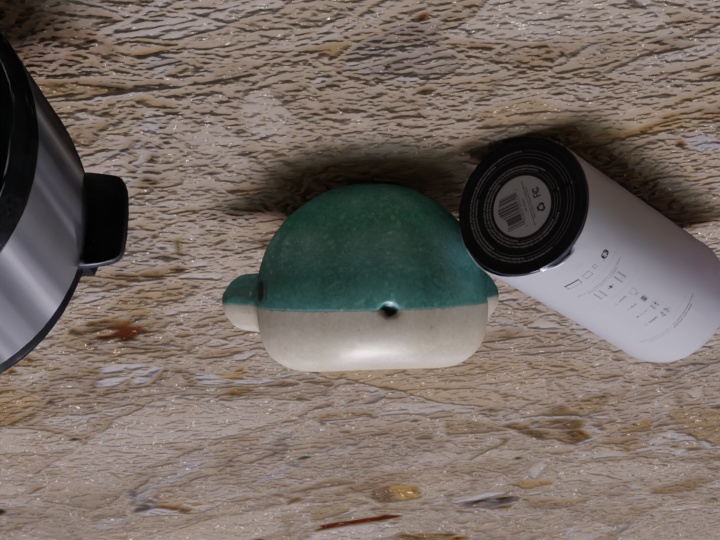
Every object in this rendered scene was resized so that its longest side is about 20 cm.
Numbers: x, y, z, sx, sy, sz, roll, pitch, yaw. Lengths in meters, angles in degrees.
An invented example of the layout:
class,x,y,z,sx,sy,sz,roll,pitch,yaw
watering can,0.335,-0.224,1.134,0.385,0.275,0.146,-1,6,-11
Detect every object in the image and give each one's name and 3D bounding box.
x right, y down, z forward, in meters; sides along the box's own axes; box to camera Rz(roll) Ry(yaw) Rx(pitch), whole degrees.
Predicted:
class,x,y,z,sx,sy,sz,roll,pitch,yaw
pressure cooker,-0.219,-0.032,1.379,0.179,0.176,0.200,-45,164,-6
speaker,0.135,-0.008,1.669,0.081,0.081,0.200,-13,159,27
whale figurine,0.000,0.000,1.683,0.159,0.104,0.200,-2,-175,-7
